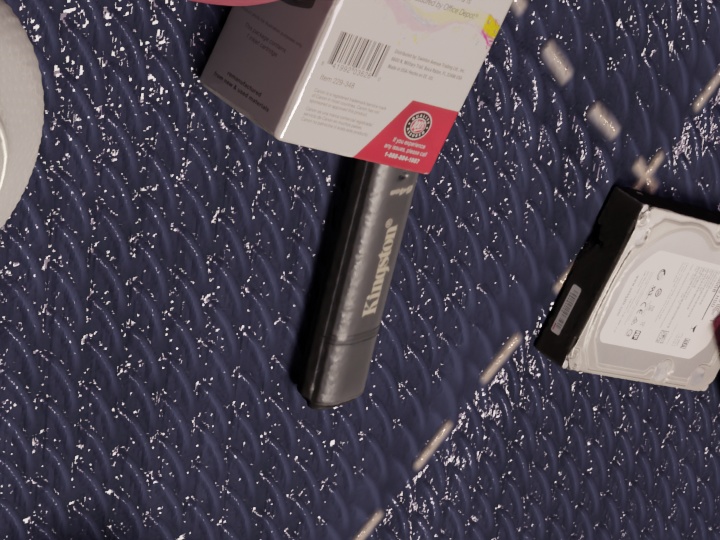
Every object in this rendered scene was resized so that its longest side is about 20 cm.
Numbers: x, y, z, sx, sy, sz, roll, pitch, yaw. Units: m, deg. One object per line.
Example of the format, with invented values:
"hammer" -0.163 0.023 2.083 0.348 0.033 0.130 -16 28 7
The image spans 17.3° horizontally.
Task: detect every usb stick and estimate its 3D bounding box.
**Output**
"usb stick" 0.000 0.000 1.556 0.055 0.033 0.201 -9 123 -41

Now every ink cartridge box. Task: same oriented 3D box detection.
"ink cartridge box" 0.014 -0.170 1.404 0.147 0.086 0.201 12 107 -48

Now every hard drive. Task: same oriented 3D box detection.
"hard drive" 0.231 0.018 1.802 0.200 0.038 0.140 12 109 -50

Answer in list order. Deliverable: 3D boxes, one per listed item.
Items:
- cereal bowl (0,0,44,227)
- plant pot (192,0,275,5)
"cereal bowl" -0.244 -0.064 1.222 0.199 0.083 0.201 -25 133 -30
"plant pot" -0.038 -0.235 1.235 0.179 0.200 0.201 -4 122 -62
